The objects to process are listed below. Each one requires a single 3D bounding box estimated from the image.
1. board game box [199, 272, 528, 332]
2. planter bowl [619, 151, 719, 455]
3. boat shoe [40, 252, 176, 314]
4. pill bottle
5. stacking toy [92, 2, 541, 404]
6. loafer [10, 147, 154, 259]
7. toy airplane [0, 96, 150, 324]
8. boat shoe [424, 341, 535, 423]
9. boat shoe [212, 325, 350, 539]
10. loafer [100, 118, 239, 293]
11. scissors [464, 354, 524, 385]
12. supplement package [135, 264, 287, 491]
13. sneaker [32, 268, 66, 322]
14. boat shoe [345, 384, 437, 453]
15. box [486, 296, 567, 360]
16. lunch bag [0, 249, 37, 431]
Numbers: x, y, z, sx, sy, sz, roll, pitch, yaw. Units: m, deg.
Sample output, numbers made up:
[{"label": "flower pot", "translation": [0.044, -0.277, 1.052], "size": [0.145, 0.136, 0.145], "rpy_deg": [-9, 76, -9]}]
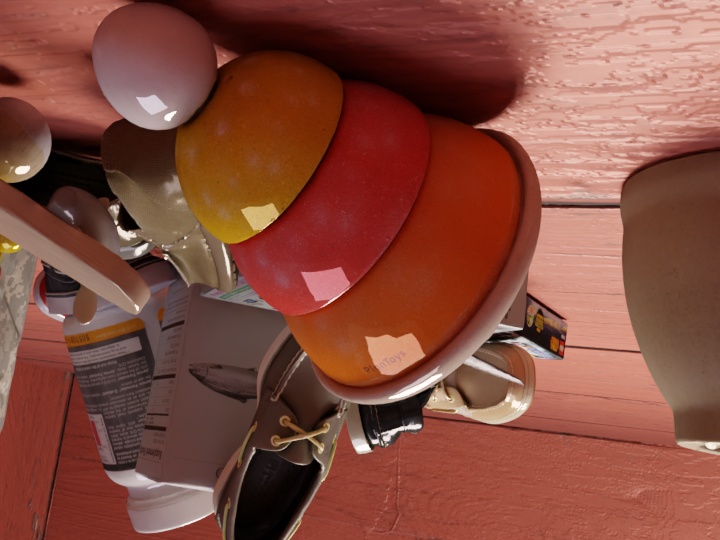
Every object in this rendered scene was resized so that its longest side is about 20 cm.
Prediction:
[{"label": "board game box", "translation": [0.000, 0.000, 0.778], "size": [0.197, 0.066, 0.147], "rpy_deg": [12, 168, -23]}, {"label": "planter bowl", "translation": [0.228, 0.032, 0.562], "size": [0.196, 0.137, 0.200], "rpy_deg": [9, 170, 2]}, {"label": "boat shoe", "translation": [-0.222, -0.005, 0.918], "size": [0.071, 0.069, 0.199], "rpy_deg": [-20, -173, -33]}, {"label": "pill bottle", "translation": [-0.188, 0.122, 0.975], "size": [0.114, 0.204, 0.116], "rpy_deg": [-14, -174, 2]}, {"label": "stacking toy", "translation": [-0.029, -0.047, 0.471], "size": [0.199, 0.148, 0.145], "rpy_deg": [37, 155, -31]}, {"label": "loafer", "translation": [-0.220, -0.056, 0.672], "size": [0.196, 0.077, 0.070], "rpy_deg": [4, 158, -1]}, {"label": "toy airplane", "translation": [-0.209, -0.052, 0.533], "size": [0.197, 0.141, 0.202], "rpy_deg": [-11, 117, 41]}, {"label": "boat shoe", "translation": [0.080, 0.098, 0.979], "size": [0.068, 0.075, 0.199], "rpy_deg": [7, 172, -27]}, {"label": "boat shoe", "translation": [-0.048, 0.119, 0.758], "size": [0.071, 0.204, 0.061], "rpy_deg": [16, -156, -22]}, {"label": "loafer", "translation": [-0.100, -0.044, 0.615], "size": [0.066, 0.077, 0.201], "rpy_deg": [9, 159, 1]}, {"label": "scissors", "translation": [0.035, 0.047, 0.730], "size": [0.073, 0.014, 0.199], "rpy_deg": [-31, 135, 21]}, {"label": "supplement package", "translation": [-0.102, 0.076, 0.879], "size": [0.115, 0.204, 0.117], "rpy_deg": [11, 169, -20]}, {"label": "sneaker", "translation": [-0.212, 0.026, 1.065], "size": [0.197, 0.073, 0.112], "rpy_deg": [7, 177, -38]}, {"label": "boat shoe", "translation": [0.034, 0.084, 0.870], "size": [0.065, 0.076, 0.199], "rpy_deg": [-13, -173, 12]}, {"label": "box", "translation": [0.097, 0.044, 0.993], "size": [0.135, 0.041, 0.199], "rpy_deg": [4, 169, 28]}, {"label": "lunch bag", "translation": [-0.313, 0.023, 0.797], "size": [0.166, 0.204, 0.138], "rpy_deg": [4, 172, 40]}]
